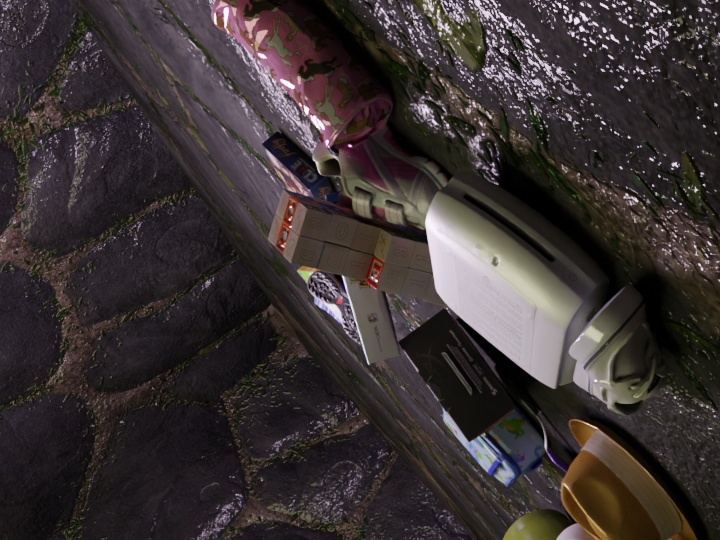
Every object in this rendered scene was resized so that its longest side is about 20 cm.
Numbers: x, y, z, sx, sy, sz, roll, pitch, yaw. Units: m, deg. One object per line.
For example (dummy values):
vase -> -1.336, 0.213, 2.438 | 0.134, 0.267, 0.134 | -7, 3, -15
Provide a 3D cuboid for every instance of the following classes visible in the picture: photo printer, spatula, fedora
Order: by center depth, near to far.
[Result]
photo printer -> 0.133, 0.008, 0.836 | 0.166, 0.069, 0.200 | 40, 167, 23
fedora -> 0.281, 0.257, 1.067 | 0.201, 0.082, 0.201 | 49, 170, 12
spatula -> 0.234, 0.203, 1.268 | 0.201, 0.020, 0.057 | 57, -174, -8

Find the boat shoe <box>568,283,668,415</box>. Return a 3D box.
boat shoe -> 0.208, 0.073, 0.762 | 0.066, 0.072, 0.200 | 42, 169, 22

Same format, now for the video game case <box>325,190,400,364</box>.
video game case -> 0.000, 0.000, 1.219 | 0.200, 0.045, 0.183 | -99, -8, -77

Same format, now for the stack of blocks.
stack of blocks -> 0.016, -0.021, 1.008 | 0.199, 0.059, 0.115 | 14, -170, -25

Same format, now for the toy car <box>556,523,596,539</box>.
toy car -> 0.312, 0.403, 1.144 | 0.174, 0.151, 0.200 | 20, -168, -38

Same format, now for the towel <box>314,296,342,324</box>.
towel -> -0.025, 0.109, 2.042 | 0.200, 0.024, 0.145 | 39, 168, 10

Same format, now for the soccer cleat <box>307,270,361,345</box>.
soccer cleat -> -0.021, 0.076, 1.916 | 0.200, 0.068, 0.073 | 43, -168, 21

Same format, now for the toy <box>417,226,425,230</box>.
toy -> 0.073, -0.009, 1.154 | 0.200, 0.047, 0.115 | 49, 172, 16

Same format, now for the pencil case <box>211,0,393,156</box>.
pencil case -> -0.058, -0.205, 0.932 | 0.200, 0.087, 0.083 | 50, -159, 11

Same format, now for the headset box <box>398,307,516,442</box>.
headset box -> 0.126, 0.133, 1.215 | 0.149, 0.075, 0.200 | 55, -177, 12

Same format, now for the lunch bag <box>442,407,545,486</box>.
lunch bag -> 0.195, 0.238, 1.423 | 0.161, 0.082, 0.200 | 46, 171, 14

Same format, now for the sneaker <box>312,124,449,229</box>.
sneaker -> 0.027, -0.080, 0.972 | 0.200, 0.088, 0.081 | 45, 169, 27

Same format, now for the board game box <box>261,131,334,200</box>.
board game box -> -0.072, -0.109, 1.496 | 0.135, 0.035, 0.200 | 44, 168, 36

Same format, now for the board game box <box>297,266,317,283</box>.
board game box -> -0.089, 0.032, 2.135 | 0.096, 0.030, 0.200 | 51, 168, -9

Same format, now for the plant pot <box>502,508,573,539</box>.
plant pot -> 0.317, 0.487, 1.529 | 0.201, 0.200, 0.193 | 56, -179, -30
